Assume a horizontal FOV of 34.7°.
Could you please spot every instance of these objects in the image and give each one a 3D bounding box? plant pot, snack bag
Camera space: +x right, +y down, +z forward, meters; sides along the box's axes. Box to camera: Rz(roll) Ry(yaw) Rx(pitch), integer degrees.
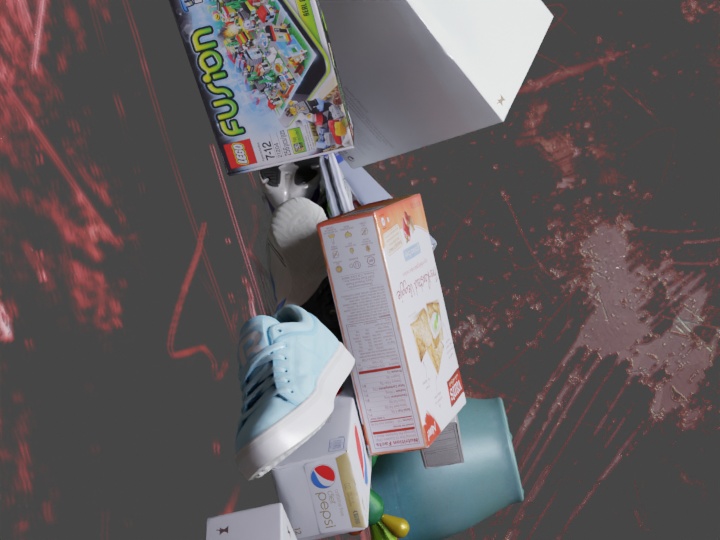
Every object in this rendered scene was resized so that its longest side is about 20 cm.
[{"bbox_3d":[0.106,0.248,1.473,0.200,0.187,0.201,-12,90,-85],"label":"plant pot"},{"bbox_3d":[0.000,0.000,1.123,0.189,0.021,0.201,66,9,-79],"label":"snack bag"}]

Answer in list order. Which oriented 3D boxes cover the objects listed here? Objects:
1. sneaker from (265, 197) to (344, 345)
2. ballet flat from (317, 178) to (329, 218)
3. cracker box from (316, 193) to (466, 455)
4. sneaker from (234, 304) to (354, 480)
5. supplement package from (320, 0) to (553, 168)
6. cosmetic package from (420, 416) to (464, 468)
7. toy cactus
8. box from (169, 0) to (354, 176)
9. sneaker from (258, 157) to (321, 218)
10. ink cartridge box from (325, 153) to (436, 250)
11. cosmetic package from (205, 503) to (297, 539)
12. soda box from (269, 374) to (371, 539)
[{"bbox_3d":[-0.045,0.028,1.015,0.073,0.071,0.201,76,7,-54],"label":"sneaker"},{"bbox_3d":[-0.061,-0.046,1.186,0.057,0.066,0.201,27,35,-32],"label":"ballet flat"},{"bbox_3d":[0.031,0.042,0.996,0.134,0.057,0.201,-29,108,-69],"label":"cracker box"},{"bbox_3d":[-0.064,0.078,0.806,0.082,0.074,0.200,47,14,-4],"label":"sneaker"},{"bbox_3d":[0.029,-0.227,1.064,0.191,0.199,0.147,46,54,-27],"label":"supplement package"},{"bbox_3d":[0.078,0.118,1.320,0.083,0.050,0.201,78,5,-46],"label":"cosmetic package"},{"bbox_3d":[0.003,0.187,1.119,0.165,0.102,0.201,2,84,-75],"label":"toy cactus"},{"bbox_3d":[-0.080,-0.177,0.899,0.035,0.109,0.201,-94,170,-57],"label":"box"},{"bbox_3d":[-0.071,-0.115,1.164,0.201,0.080,0.084,-83,176,-46],"label":"sneaker"},{"bbox_3d":[-0.003,-0.059,1.307,0.200,0.042,0.120,48,-28,19],"label":"ink cartridge box"},{"bbox_3d":[-0.043,0.252,0.617,0.201,0.051,0.151,-96,169,-52],"label":"cosmetic package"},{"bbox_3d":[-0.028,0.145,0.953,0.200,0.063,0.069,-81,157,-75],"label":"soda box"}]
